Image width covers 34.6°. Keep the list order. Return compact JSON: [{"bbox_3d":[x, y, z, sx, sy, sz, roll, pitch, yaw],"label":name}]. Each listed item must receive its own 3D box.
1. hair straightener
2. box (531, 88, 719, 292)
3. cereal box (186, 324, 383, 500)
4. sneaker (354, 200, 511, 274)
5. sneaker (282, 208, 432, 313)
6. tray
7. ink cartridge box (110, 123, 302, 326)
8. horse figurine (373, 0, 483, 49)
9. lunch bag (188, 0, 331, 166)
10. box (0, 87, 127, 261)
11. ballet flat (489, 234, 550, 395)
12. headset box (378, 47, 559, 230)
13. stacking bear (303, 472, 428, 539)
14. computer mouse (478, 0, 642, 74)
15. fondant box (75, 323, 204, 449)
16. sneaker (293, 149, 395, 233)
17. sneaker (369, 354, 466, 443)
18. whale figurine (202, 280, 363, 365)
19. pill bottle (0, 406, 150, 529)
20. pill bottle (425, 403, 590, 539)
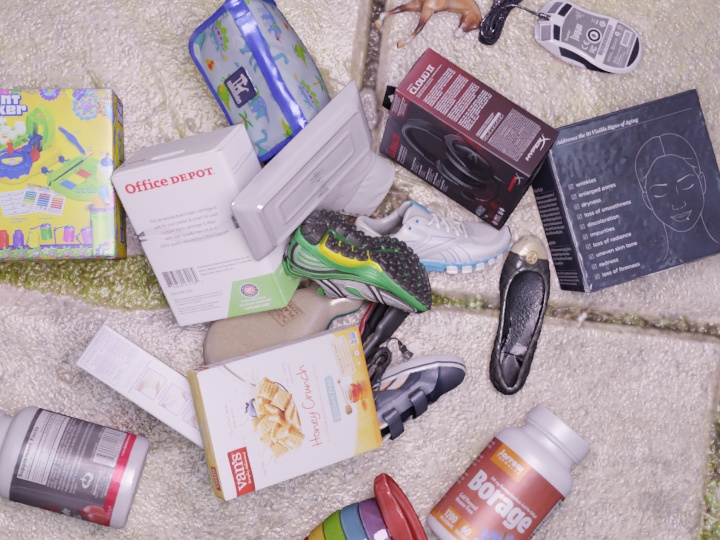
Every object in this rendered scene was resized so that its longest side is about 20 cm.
[{"bbox_3d":[0.022,0.089,1.367,0.077,0.041,0.200,21,62,30],"label":"hair straightener"},{"bbox_3d":[0.323,-0.094,1.400,0.200,0.124,0.197,-16,93,-5],"label":"box"},{"bbox_3d":[-0.080,0.153,1.270,0.200,0.040,0.144,-16,97,-28],"label":"cereal box"},{"bbox_3d":[0.085,-0.044,1.385,0.200,0.075,0.087,-8,123,-7],"label":"sneaker"},{"bbox_3d":[0.000,0.000,1.329,0.200,0.078,0.085,27,130,-27],"label":"sneaker"},{"bbox_3d":[-0.053,-0.103,1.243,0.022,0.107,0.200,32,69,29],"label":"tray"},{"bbox_3d":[-0.170,-0.050,1.309,0.145,0.084,0.200,-10,116,22],"label":"ink cartridge box"},{"bbox_3d":[0.056,-0.358,1.407,0.132,0.050,0.200,-32,87,-18],"label":"horse figurine"},{"bbox_3d":[-0.105,-0.217,1.318,0.127,0.200,0.170,-30,93,-6],"label":"lunch bag"},{"bbox_3d":[-0.376,-0.106,1.328,0.200,0.122,0.193,-1,90,-5],"label":"box"},{"bbox_3d":[0.201,0.055,1.419,0.066,0.057,0.200,9,89,-7],"label":"ballet flat"},{"bbox_3d":[0.114,-0.155,1.345,0.200,0.149,0.077,33,68,6],"label":"headset box"},{"bbox_3d":[-0.026,0.342,1.371,0.200,0.114,0.122,-28,68,6],"label":"stacking bear"},{"bbox_3d":[0.252,-0.294,1.434,0.200,0.044,0.110,24,75,-3],"label":"computer mouse"},{"bbox_3d":[-0.225,0.140,1.329,0.200,0.144,0.058,33,81,-5],"label":"fondant box"},{"bbox_3d":[-0.047,-0.075,1.385,0.200,0.116,0.074,-39,50,25],"label":"sneaker"},{"bbox_3d":[0.037,0.164,1.383,0.200,0.078,0.079,-17,57,2],"label":"sneaker"},{"bbox_3d":[-0.089,0.083,1.372,0.200,0.104,0.159,-39,59,-19],"label":"whale figurine"},{"bbox_3d":[-0.353,0.221,1.334,0.200,0.111,0.111,17,88,-5],"label":"pill bottle"},{"bbox_3d":[0.181,0.263,1.389,0.112,0.112,0.200,41,86,-4],"label":"pill bottle"}]
